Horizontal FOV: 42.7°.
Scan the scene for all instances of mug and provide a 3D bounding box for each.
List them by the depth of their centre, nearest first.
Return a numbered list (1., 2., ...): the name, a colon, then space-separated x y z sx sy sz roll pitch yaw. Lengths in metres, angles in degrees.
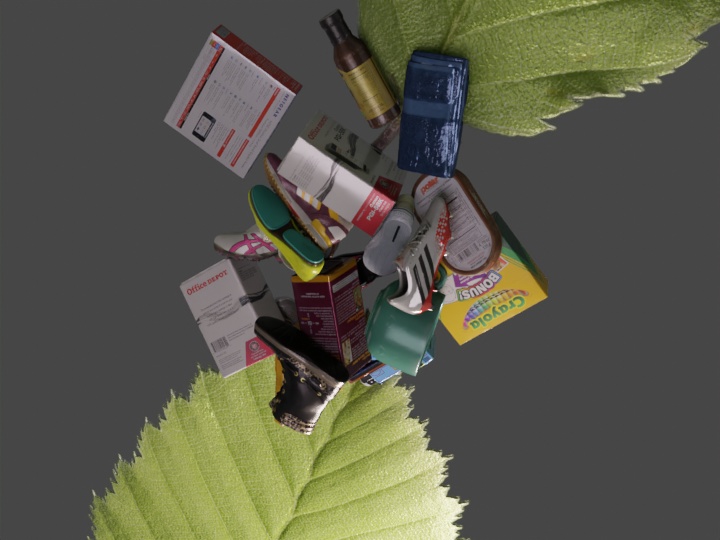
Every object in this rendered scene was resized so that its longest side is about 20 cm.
1. mug: 0.080 0.082 1.647 0.113 0.187 0.153 21 150 7

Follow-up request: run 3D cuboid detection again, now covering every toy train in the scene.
1. toy train: 0.049 0.157 1.788 0.199 0.087 0.114 -34 112 27

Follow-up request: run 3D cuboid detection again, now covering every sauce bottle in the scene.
1. sauce bottle: -0.003 -0.338 1.537 0.064 0.065 0.202 -22 109 24

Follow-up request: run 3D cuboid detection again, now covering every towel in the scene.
1. towel: 0.118 -0.257 1.529 0.110 0.048 0.204 14 110 24

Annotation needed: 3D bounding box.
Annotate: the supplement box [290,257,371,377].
1. supplement box: -0.052 0.089 1.688 0.084 0.110 0.204 -1 107 29

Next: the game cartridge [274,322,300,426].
1. game cartridge: -0.098 0.180 1.791 0.032 0.175 0.204 25 125 35

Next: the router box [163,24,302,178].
1. router box: -0.227 -0.294 1.626 0.178 0.049 0.201 35 121 -7

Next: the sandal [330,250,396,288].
1. sandal: 0.000 0.000 1.733 0.197 0.045 0.076 -21 112 24

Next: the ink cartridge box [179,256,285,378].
1. ink cartridge box: -0.240 0.083 1.781 0.143 0.084 0.203 -26 91 31

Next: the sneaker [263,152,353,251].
1. sneaker: -0.092 -0.136 1.633 0.090 0.075 0.201 -36 92 -9

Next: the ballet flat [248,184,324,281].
1. ballet flat: -0.139 -0.060 1.619 0.200 0.066 0.067 49 138 19

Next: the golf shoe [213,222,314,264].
1. golf shoe: -0.175 -0.062 1.697 0.196 0.073 0.094 4 99 10

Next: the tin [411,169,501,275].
1. tin: 0.165 -0.085 1.596 0.111 0.042 0.202 -35 81 20

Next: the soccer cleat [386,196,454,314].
1. soccer cleat: 0.099 -0.028 1.542 0.084 0.068 0.204 13 92 -21

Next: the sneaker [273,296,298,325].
1. sneaker: -0.128 0.146 1.826 0.073 0.082 0.203 -12 115 20

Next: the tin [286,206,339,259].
1. tin: -0.085 -0.098 1.707 0.110 0.042 0.203 14 121 1

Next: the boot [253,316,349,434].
1. boot: -0.129 0.190 1.660 0.198 0.073 0.152 32 118 8

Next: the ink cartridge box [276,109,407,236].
1. ink cartridge box: -0.028 -0.171 1.586 0.198 0.147 0.083 33 120 -6

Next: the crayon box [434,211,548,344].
1. crayon box: 0.214 0.017 1.680 0.198 0.059 0.173 -32 107 27

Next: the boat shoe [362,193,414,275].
1. boat shoe: 0.059 -0.059 1.630 0.071 0.063 0.201 26 148 -3
